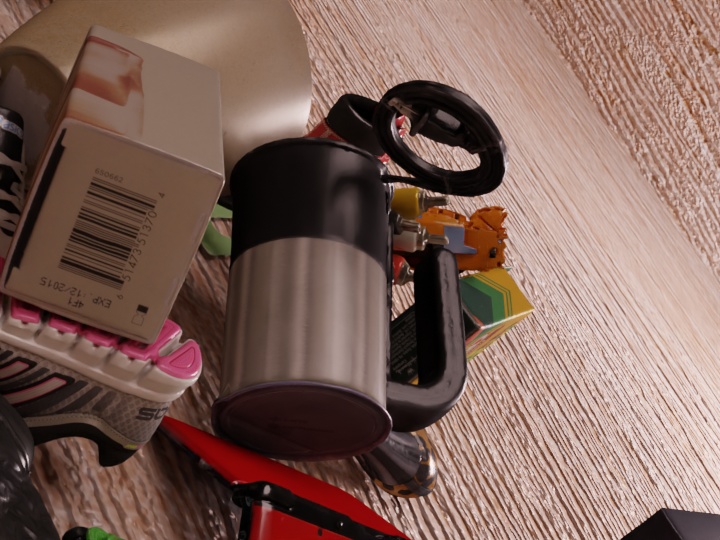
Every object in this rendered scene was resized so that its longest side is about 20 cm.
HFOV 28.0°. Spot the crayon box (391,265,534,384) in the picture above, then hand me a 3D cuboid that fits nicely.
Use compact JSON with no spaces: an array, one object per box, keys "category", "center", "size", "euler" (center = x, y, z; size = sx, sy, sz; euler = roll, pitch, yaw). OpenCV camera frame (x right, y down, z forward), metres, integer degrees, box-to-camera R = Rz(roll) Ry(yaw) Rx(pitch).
[{"category":"crayon box","center":[0.069,0.056,1.204],"size":[0.051,0.127,0.200],"euler":[53,20,9]}]

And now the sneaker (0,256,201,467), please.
[{"category":"sneaker","center":[-0.187,0.047,0.747],"size":[0.199,0.088,0.074],"euler":[20,20,-12]}]

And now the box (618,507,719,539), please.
[{"category":"box","center":[0.212,0.268,1.043],"size":[0.200,0.182,0.104],"euler":[19,36,-57]}]

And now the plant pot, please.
[{"category":"plant pot","center":[-0.164,-0.121,0.985],"size":[0.188,0.187,0.200],"euler":[52,34,6]}]

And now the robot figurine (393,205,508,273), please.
[{"category":"robot figurine","center":[0.020,-0.034,1.175],"size":[0.198,0.059,0.145],"euler":[7,5,4]}]

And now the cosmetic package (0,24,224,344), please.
[{"category":"cosmetic package","center":[-0.132,-0.055,0.791],"size":[0.087,0.104,0.200],"euler":[20,17,-13]}]

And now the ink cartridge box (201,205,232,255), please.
[{"category":"ink cartridge box","center":[-0.132,-0.104,1.181],"size":[0.200,0.048,0.145],"euler":[52,19,14]}]

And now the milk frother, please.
[{"category":"milk frother","center":[0.000,0.000,0.934],"size":[0.179,0.200,0.189],"euler":[5,59,-7]}]

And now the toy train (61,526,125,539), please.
[{"category":"toy train","center":[-0.103,0.210,0.679],"size":[0.056,0.042,0.201],"euler":[42,18,-53]}]

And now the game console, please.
[{"category":"game console","center":[-0.038,0.191,0.885],"size":[0.200,0.118,0.174],"euler":[30,58,-43]}]

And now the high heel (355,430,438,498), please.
[{"category":"high heel","center":[-0.005,0.082,1.106],"size":[0.143,0.071,0.201],"euler":[47,14,-43]}]

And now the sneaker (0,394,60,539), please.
[{"category":"sneaker","center":[-0.209,0.074,0.660],"size":[0.200,0.060,0.104],"euler":[47,15,-19]}]

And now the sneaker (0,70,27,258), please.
[{"category":"sneaker","center":[-0.223,-0.050,0.842],"size":[0.072,0.072,0.201],"euler":[27,31,-50]}]

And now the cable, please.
[{"category":"cable","center":[-0.034,-0.033,1.096],"size":[0.199,0.098,0.050],"euler":[12,-15,15]}]

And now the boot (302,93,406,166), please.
[{"category":"boot","center":[0.015,-0.081,1.312],"size":[0.200,0.144,0.073],"euler":[30,26,-48]}]
